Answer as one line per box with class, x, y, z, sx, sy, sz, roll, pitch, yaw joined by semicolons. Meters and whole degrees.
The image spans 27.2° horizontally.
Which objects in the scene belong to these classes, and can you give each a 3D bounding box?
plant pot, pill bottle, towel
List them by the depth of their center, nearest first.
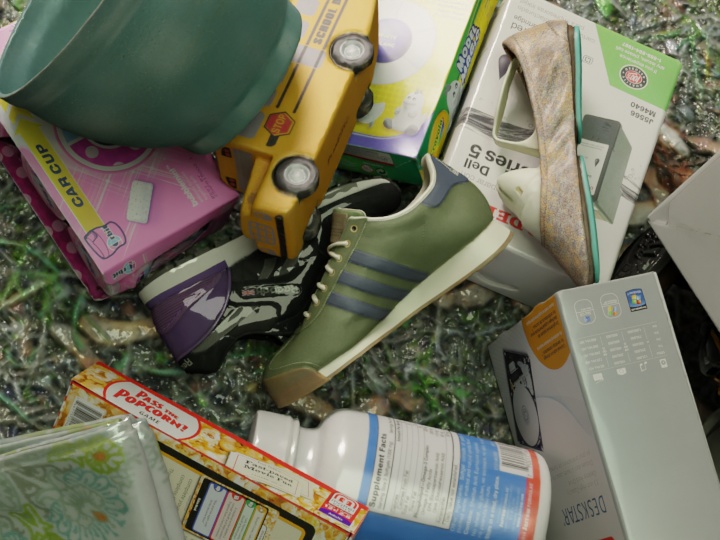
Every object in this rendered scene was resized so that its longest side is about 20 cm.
towel;-0.187;0.193;0.915;0.171;0.048;0.201;-12;98;16
plant pot;-0.124;-0.158;0.963;0.134;0.200;0.201;35;67;-26
pill bottle;0.018;0.156;1.002;0.199;0.112;0.113;13;71;-5

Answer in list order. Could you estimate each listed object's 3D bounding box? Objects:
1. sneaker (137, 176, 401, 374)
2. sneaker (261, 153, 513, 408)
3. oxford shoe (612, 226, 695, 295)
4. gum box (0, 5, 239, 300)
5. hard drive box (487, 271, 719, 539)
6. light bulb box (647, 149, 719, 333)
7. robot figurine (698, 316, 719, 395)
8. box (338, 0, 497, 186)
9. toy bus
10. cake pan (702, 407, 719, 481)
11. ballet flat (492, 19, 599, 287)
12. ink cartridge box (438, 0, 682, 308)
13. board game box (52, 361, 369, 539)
sneaker;-0.050;0.007;1.059;0.200;0.076;0.088;-27;85;-9
sneaker;0.000;0.000;1.012;0.200;0.067;0.090;-36;96;-5
oxford shoe;0.257;-0.013;1.104;0.200;0.073;0.085;-31;88;-43
gum box;-0.184;-0.086;1.049;0.113;0.066;0.200;-32;83;-23
hard drive box;0.169;0.121;1.026;0.077;0.156;0.201;-11;76;-16
light bulb box;0.338;-0.005;1.011;0.200;0.125;0.199;-14;67;-41
robot figurine;0.334;0.062;1.095;0.145;0.058;0.200;46;44;15
box;0.027;-0.168;1.114;0.117;0.048;0.200;13;67;20
toy bus;-0.041;-0.110;1.025;0.078;0.065;0.200;17;63;10
cake pan;0.320;0.186;1.104;0.200;0.037;0.201;4;73;-13
ballet flat;0.127;-0.079;1.042;0.067;0.068;0.201;-4;70;7
ink cartridge box;0.136;-0.086;1.117;0.145;0.084;0.200;23;71;-5
board game box;-0.116;0.172;0.943;0.200;0.046;0.152;28;107;6
